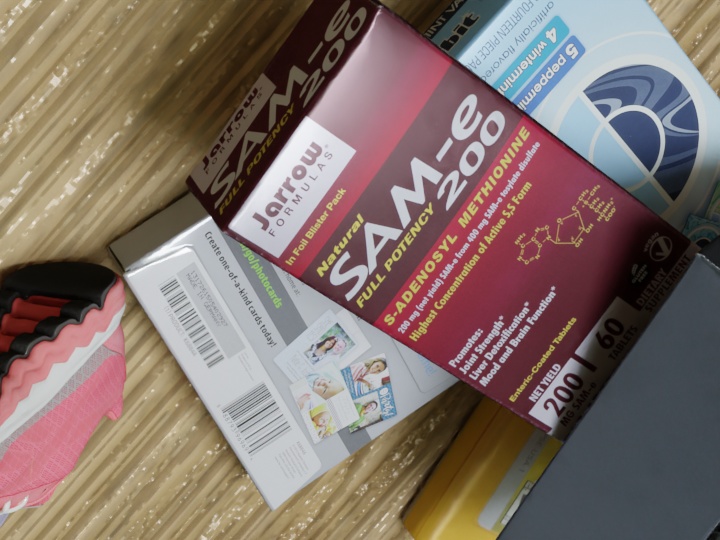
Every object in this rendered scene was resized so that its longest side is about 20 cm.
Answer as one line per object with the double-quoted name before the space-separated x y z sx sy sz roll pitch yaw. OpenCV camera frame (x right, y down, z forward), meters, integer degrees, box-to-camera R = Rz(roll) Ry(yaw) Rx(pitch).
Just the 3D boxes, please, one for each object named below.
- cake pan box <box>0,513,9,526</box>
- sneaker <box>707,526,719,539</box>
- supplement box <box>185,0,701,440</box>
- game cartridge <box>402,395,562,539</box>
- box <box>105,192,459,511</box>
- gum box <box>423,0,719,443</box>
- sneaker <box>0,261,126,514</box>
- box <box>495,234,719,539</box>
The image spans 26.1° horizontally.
"cake pan box" -0.243 0.096 0.625 0.185 0.052 0.200 65 36 -30
"sneaker" 0.219 0.177 0.877 0.199 0.080 0.087 12 100 -55
"supplement box" 0.039 -0.022 0.655 0.199 0.061 0.109 32 98 -30
"game cartridge" 0.144 0.097 0.864 0.176 0.032 0.201 29 99 -30
"box" 0.000 0.000 0.757 0.199 0.041 0.156 -33 120 -7
"gum box" 0.093 -0.038 0.734 0.170 0.045 0.200 -47 122 -1
"sneaker" -0.157 0.078 0.655 0.200 0.073 0.087 -46 135 -47
"box" 0.156 0.067 0.708 0.141 0.079 0.201 -32 156 -53
